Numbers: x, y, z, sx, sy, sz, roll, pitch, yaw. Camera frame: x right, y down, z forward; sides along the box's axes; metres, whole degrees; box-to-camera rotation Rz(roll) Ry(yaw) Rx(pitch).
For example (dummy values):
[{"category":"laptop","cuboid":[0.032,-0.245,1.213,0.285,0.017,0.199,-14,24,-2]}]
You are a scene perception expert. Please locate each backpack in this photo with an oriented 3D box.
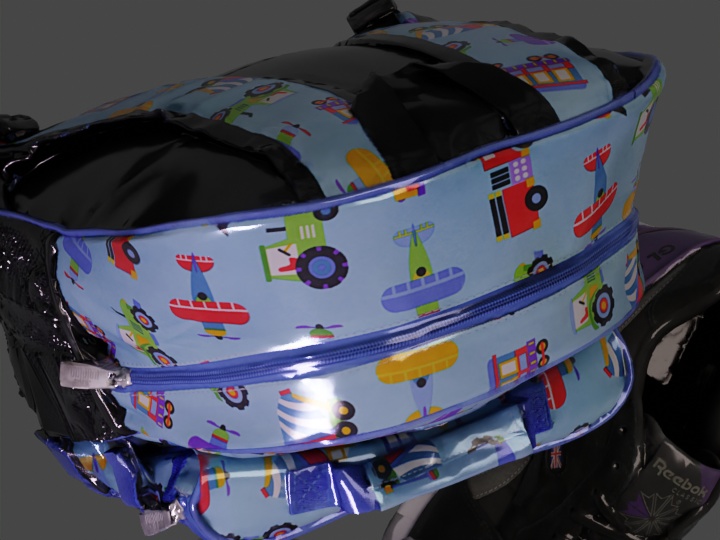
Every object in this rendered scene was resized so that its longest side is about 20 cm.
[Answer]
[{"category":"backpack","cuboid":[0.000,0.000,0.763,0.182,0.200,0.135,-19,101,-24]}]

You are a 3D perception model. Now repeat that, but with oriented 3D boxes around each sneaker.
[{"category":"sneaker","cuboid":[0.070,0.074,0.864,0.076,0.087,0.201,29,81,-25]}]

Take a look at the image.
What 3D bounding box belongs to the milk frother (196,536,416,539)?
[{"category":"milk frother","cuboid":[-0.015,0.183,0.751,0.180,0.200,0.189,31,98,-10]}]
